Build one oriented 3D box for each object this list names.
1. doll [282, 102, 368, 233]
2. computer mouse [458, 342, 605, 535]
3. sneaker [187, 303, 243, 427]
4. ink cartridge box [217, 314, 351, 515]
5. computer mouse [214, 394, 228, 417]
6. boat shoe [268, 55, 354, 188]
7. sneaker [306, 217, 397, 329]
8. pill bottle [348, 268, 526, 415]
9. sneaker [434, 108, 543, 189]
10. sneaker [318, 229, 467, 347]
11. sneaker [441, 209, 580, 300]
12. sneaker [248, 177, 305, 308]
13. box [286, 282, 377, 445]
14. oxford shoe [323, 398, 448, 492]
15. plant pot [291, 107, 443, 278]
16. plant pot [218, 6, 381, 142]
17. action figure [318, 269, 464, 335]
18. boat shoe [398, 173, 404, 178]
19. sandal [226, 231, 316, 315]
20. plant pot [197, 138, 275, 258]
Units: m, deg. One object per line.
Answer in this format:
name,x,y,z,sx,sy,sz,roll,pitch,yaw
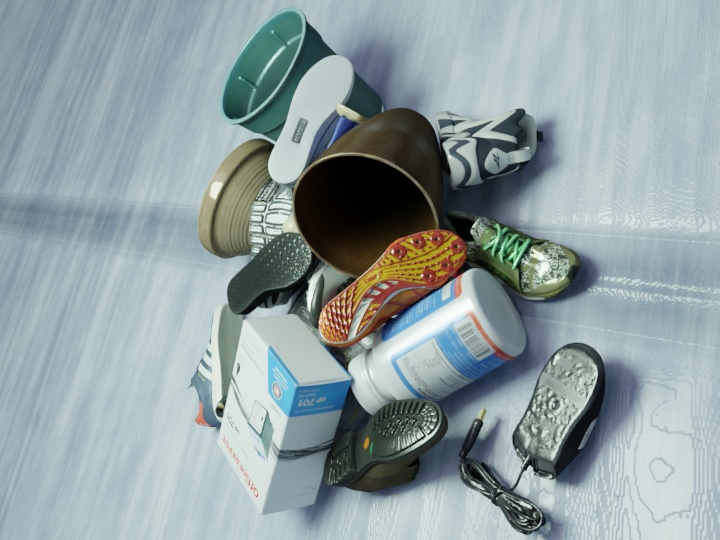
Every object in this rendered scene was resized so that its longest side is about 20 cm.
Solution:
doll,-0.050,-0.129,1.117,0.048,0.136,0.201,30,99,13
computer mouse,0.184,0.165,0.850,0.140,0.046,0.201,23,89,54
sneaker,-0.230,0.149,1.250,0.084,0.075,0.201,-22,53,30
ink cartridge box,-0.101,0.180,1.010,0.146,0.085,0.201,42,124,45
computer mouse,-0.144,0.146,1.123,0.200,0.034,0.059,-42,45,21
boat shoe,-0.066,-0.208,1.136,0.070,0.070,0.201,23,87,9
sneaker,0.000,0.000,1.072,0.079,0.074,0.200,22,60,36
pill bottle,0.084,0.093,0.937,0.199,0.112,0.113,-34,47,27
sneaker,0.169,-0.169,1.041,0.128,0.080,0.199,-10,18,4
sneaker,0.035,0.017,0.937,0.199,0.077,0.073,-32,80,1
sneaker,0.165,-0.025,0.940,0.199,0.088,0.077,24,84,49
sneaker,-0.117,-0.042,1.211,0.074,0.115,0.202,10,89,21
box,-0.051,0.127,1.102,0.200,0.048,0.159,31,92,49
oxford shoe,0.044,0.206,0.928,0.200,0.084,0.073,-39,34,44
plant pot,0.032,-0.120,1.031,0.186,0.187,0.201,-23,27,35
plant pot,-0.082,-0.268,1.246,0.200,0.195,0.202,-30,46,36
action figure,0.038,0.046,1.005,0.199,0.065,0.052,-18,65,15
boat shoe,0.007,-0.100,1.167,0.202,0.060,0.072,-45,43,17
sandal,-0.117,0.003,1.107,0.200,0.048,0.076,-29,66,44
plant pot,-0.159,-0.100,1.267,0.092,0.201,0.202,27,88,20
